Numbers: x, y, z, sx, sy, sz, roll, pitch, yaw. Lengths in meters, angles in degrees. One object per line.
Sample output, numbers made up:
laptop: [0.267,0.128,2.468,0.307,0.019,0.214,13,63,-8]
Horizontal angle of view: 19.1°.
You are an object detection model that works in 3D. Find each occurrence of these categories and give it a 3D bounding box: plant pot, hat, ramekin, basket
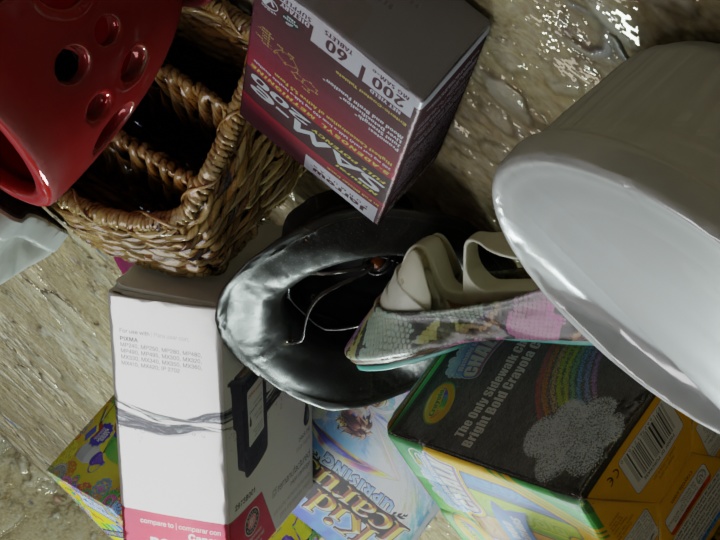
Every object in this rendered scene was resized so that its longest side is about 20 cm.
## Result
plant pot: [-0.188,-0.165,1.185,0.200,0.183,0.201,37,163,13]
hat: [0.000,0.000,1.328,0.201,0.200,0.081,64,-169,-52]
ramekin: [0.163,-0.014,0.947,0.202,0.094,0.203,36,162,13]
basket: [-0.150,-0.103,1.328,0.200,0.143,0.149,33,162,24]

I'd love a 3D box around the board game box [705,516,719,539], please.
board game box: [0.219,0.249,1.297,0.200,0.200,0.200,22,155,49]

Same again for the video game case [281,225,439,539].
video game case: [-0.014,0.092,1.497,0.200,0.045,0.182,37,123,8]

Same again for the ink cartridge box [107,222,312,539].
ink cartridge box: [-0.095,0.081,1.418,0.084,0.145,0.201,8,114,19]

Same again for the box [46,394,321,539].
box: [-0.129,0.176,1.883,0.122,0.200,0.193,19,152,53]

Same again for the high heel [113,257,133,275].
high heel: [-0.147,0.038,1.745,0.200,0.067,0.096,58,154,-2]

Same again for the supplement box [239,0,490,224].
supplement box: [-0.003,-0.106,1.140,0.109,0.061,0.200,39,164,6]

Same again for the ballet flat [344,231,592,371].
ballet flat: [0.067,0.012,1.223,0.199,0.069,0.071,-8,114,39]

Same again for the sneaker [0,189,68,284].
sneaker: [-0.241,-0.020,1.325,0.073,0.085,0.200,41,-177,4]

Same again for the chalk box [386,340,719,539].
chalk box: [0.110,0.099,1.269,0.200,0.125,0.124,16,151,45]
